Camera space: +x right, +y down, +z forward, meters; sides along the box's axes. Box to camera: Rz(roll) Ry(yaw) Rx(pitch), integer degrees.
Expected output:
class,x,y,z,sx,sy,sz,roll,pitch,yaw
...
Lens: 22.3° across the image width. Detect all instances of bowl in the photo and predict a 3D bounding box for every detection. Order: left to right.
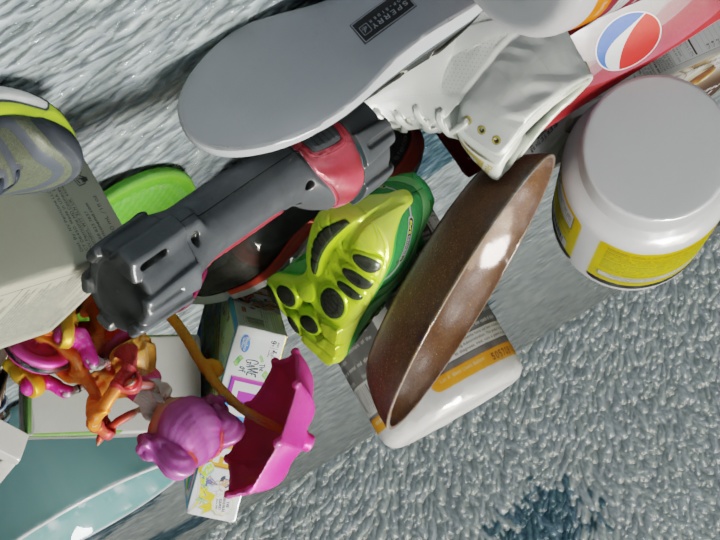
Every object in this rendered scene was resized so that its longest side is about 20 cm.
class,x,y,z,sx,sy,sz,roll,pitch,yaw
bowl,-0.254,0.165,1.518,0.200,0.105,0.201,-30,170,-6

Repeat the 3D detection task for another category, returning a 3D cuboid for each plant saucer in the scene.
class,x,y,z,sx,sy,sz,roll,pitch,yaw
plant saucer,0.058,0.006,1.148,0.201,0.034,0.200,-56,171,-14

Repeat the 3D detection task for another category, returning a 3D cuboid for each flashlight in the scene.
class,x,y,z,sx,sy,sz,roll,pitch,yaw
flashlight,-0.065,-0.032,0.988,0.068,0.068,0.200,3,-149,45

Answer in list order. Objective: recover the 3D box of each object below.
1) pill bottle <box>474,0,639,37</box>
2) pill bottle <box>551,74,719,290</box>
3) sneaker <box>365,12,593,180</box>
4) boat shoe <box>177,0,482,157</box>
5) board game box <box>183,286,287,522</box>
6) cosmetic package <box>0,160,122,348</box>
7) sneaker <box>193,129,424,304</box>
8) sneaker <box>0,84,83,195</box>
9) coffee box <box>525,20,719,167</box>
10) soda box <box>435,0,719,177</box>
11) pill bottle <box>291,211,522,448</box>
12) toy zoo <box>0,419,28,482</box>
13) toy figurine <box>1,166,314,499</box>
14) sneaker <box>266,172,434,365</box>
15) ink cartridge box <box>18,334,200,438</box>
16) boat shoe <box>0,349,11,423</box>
class,x,y,z,sx,sy,sz,roll,pitch,yaw
pill bottle,0.145,-0.196,0.903,0.200,0.113,0.113,-24,168,-28
pill bottle,0.189,-0.058,1.231,0.114,0.115,0.200,-30,170,-3
sneaker,0.037,-0.095,1.077,0.200,0.116,0.074,-31,172,10
boat shoe,-0.006,-0.117,0.986,0.200,0.069,0.057,-31,170,-8
board game box,-0.092,0.071,1.274,0.200,0.034,0.135,-113,-142,-71
cosmetic package,-0.226,0.006,0.933,0.200,0.073,0.103,-18,164,-48
sneaker,-0.059,-0.055,1.188,0.200,0.077,0.082,-34,142,13
sneaker,-0.198,-0.029,0.825,0.074,0.081,0.200,-38,167,37
coffee box,0.189,-0.150,1.332,0.200,0.080,0.114,-25,168,-27
soda box,0.128,-0.147,1.152,0.200,0.070,0.063,-32,139,7
pill bottle,0.020,0.015,1.301,0.116,0.200,0.116,-28,172,-5
toy zoo,-0.289,0.109,1.148,0.200,0.131,0.021,-45,-156,53
toy figurine,-0.115,0.060,1.088,0.200,0.184,0.150,-26,154,-46
sneaker,0.000,0.000,1.143,0.083,0.074,0.200,-33,173,-25
ink cartridge box,-0.181,0.084,1.284,0.117,0.068,0.200,-1,174,-13
boat shoe,-0.260,0.081,1.191,0.072,0.073,0.200,-21,165,-39
